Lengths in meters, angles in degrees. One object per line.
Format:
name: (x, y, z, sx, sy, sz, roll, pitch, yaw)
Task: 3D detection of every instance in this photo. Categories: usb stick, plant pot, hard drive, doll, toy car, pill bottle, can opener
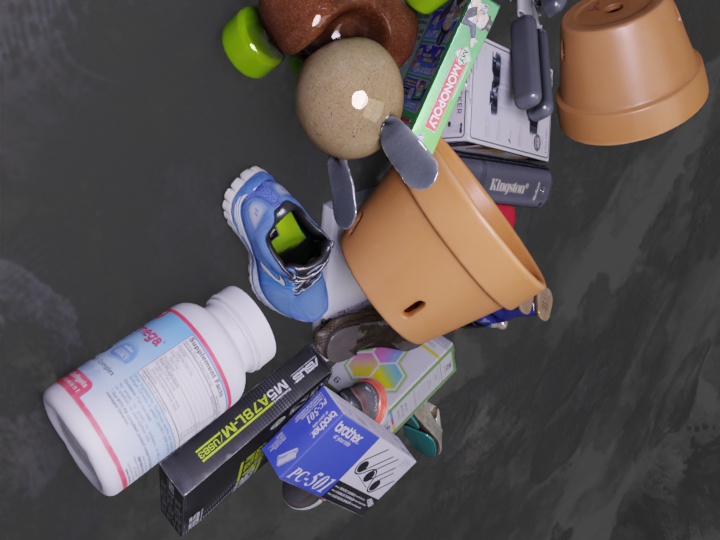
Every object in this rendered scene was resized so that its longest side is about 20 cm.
usb stick: (0.163, -0.107, 0.971, 0.197, 0.032, 0.057, 1, 103, -42)
plant pot: (0.073, -0.024, 0.817, 0.139, 0.203, 0.199, -37, 148, 15)
hard drive: (0.000, 0.000, 0.959, 0.130, 0.026, 0.204, -23, 132, -40)
doll: (0.151, 0.051, 1.050, 0.135, 0.197, 0.050, 19, 70, -40)
toy car: (0.001, -0.146, 0.655, 0.162, 0.205, 0.156, -25, 165, 38)
pill bottle: (-0.177, 0.101, 0.741, 0.199, 0.108, 0.111, -36, 139, -30)
plant pot: (0.342, -0.278, 1.055, 0.199, 0.198, 0.142, -41, 126, -23)
can opener: (0.200, -0.267, 0.914, 0.052, 0.066, 0.205, 27, 59, -39)

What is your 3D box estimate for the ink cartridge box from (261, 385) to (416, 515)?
ink cartridge box: (-0.018, 0.204, 0.888, 0.094, 0.044, 0.200, -44, 143, 1)

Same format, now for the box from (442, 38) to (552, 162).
box: (0.154, -0.195, 0.945, 0.198, 0.059, 0.120, -1, 93, -52)

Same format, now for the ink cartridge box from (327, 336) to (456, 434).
ink cartridge box: (0.020, 0.147, 1.025, 0.199, 0.103, 0.060, -41, 142, -23)

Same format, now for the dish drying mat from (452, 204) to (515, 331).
dish drying mat: (0.143, -0.024, 0.979, 0.201, 0.018, 0.078, -55, 132, -35)

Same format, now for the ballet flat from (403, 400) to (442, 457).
ballet flat: (0.092, 0.213, 1.199, 0.063, 0.066, 0.201, -55, 146, -21)

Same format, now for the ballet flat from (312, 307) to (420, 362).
ballet flat: (0.020, 0.068, 0.964, 0.197, 0.046, 0.069, -10, 118, -42)

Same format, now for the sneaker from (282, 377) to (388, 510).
sneaker: (-0.050, 0.205, 0.958, 0.081, 0.077, 0.202, 7, 122, -52)

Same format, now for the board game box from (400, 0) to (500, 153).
board game box: (0.052, -0.188, 0.752, 0.029, 0.200, 0.137, 20, 102, -19)

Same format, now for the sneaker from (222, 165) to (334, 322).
sneaker: (-0.070, -0.007, 0.811, 0.079, 0.088, 0.202, -44, 142, -17)

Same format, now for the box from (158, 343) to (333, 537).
box: (-0.125, 0.184, 0.856, 0.192, 0.047, 0.201, -40, 167, -29)
